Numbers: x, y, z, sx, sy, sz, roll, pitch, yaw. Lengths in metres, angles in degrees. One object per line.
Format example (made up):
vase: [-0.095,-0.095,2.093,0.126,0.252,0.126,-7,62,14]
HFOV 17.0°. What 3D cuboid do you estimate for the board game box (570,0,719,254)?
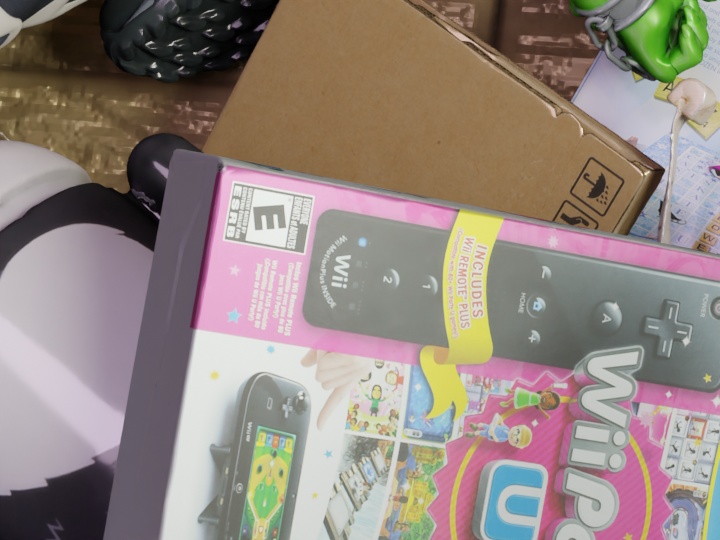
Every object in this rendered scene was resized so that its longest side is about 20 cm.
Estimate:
board game box: [0.168,-0.021,0.903,0.199,0.041,0.200,31,89,18]

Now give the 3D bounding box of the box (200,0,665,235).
box: [0.000,0.000,0.916,0.163,0.021,0.201,37,111,20]

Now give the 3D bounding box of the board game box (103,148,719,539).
board game box: [0.030,0.053,0.744,0.199,0.064,0.149,10,90,-21]

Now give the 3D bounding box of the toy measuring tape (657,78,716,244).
toy measuring tape: [0.131,0.036,0.841,0.073,0.074,0.202,7,90,16]

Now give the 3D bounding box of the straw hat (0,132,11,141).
straw hat: [-0.183,-0.028,0.970,0.199,0.202,0.085,3,36,15]

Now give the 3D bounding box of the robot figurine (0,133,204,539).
robot figurine: [-0.093,0.043,0.812,0.200,0.150,0.125,39,132,14]

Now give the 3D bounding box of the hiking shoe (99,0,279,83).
hiking shoe: [-0.036,-0.160,0.977,0.200,0.074,0.087,-43,63,-7]

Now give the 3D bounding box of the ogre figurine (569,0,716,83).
ogre figurine: [0.074,-0.176,0.895,0.098,0.120,0.201,-9,61,42]

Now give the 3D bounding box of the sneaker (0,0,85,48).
sneaker: [-0.133,-0.138,0.949,0.129,0.199,0.080,-29,100,-7]
